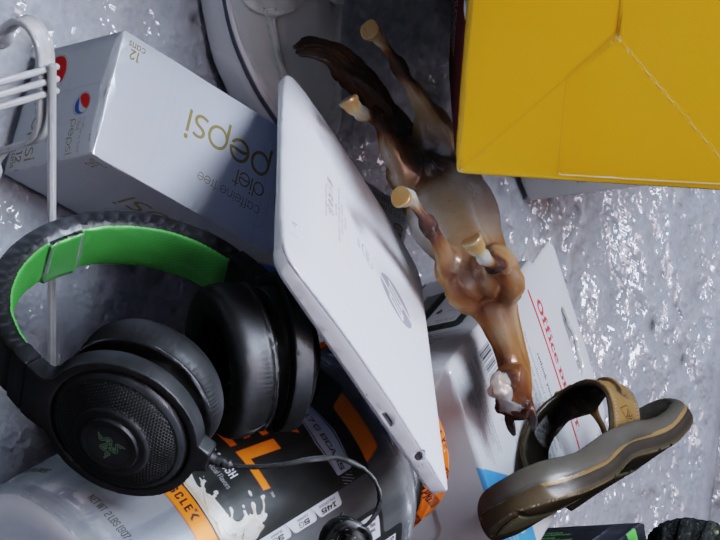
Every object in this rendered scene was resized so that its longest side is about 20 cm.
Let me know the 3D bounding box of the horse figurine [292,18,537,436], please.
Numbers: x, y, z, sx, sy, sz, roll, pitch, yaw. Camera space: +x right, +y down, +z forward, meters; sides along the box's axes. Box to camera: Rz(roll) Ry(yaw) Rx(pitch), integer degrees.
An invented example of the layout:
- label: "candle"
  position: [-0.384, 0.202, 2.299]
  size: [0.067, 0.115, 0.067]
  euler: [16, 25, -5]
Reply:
- label: "horse figurine"
  position: [0.035, -0.034, 0.967]
  size: [0.201, 0.050, 0.133]
  euler: [63, 7, 33]

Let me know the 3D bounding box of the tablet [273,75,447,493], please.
- label: "tablet"
  position: [0.000, 0.000, 0.902]
  size: [0.130, 0.014, 0.200]
  euler: [56, 14, -23]

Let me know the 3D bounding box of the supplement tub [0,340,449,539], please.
- label: "supplement tub"
  position: [-0.060, 0.110, 0.902]
  size: [0.199, 0.122, 0.123]
  euler: [-29, 106, -40]

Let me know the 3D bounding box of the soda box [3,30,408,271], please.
- label: "soda box"
  position: [-0.068, -0.037, 0.976]
  size: [0.200, 0.068, 0.064]
  euler: [29, 64, -40]

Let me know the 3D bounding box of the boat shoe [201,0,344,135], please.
- label: "boat shoe"
  position: [-0.036, -0.158, 1.024]
  size: [0.072, 0.065, 0.202]
  euler: [-12, 94, -46]

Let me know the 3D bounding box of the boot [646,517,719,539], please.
- label: "boot"
  position: [0.147, 0.177, 1.015]
  size: [0.158, 0.079, 0.212]
  euler: [-58, 139, -34]

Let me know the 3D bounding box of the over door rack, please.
- label: "over door rack"
  position: [-0.189, 0.005, 0.859]
  size: [0.147, 0.066, 0.201]
  euler: [-24, 116, -44]

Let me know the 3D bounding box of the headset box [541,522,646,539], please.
- label: "headset box"
  position: [0.093, 0.245, 1.079]
  size: [0.200, 0.092, 0.175]
  euler: [-25, 103, -54]

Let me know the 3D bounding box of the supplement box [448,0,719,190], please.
- label: "supplement box"
  position: [0.114, -0.163, 0.965]
  size: [0.200, 0.132, 0.199]
  euler: [-87, 180, -70]

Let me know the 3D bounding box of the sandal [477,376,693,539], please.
- label: "sandal"
  position: [0.105, 0.085, 1.011]
  size: [0.055, 0.082, 0.200]
  euler: [59, 29, 10]

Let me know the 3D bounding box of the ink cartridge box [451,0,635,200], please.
- label: "ink cartridge box"
  position: [0.140, -0.162, 1.163]
  size: [0.128, 0.125, 0.201]
  euler: [-38, 112, -42]

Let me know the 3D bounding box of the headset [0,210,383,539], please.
- label: "headset"
  position: [-0.068, 0.056, 0.825]
  size: [0.123, 0.200, 0.094]
  euler: [-24, 142, -39]

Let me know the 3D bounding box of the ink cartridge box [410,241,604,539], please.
- label: "ink cartridge box"
  position: [0.063, 0.072, 1.075]
  size: [0.200, 0.067, 0.117]
  euler: [-44, 118, -62]
